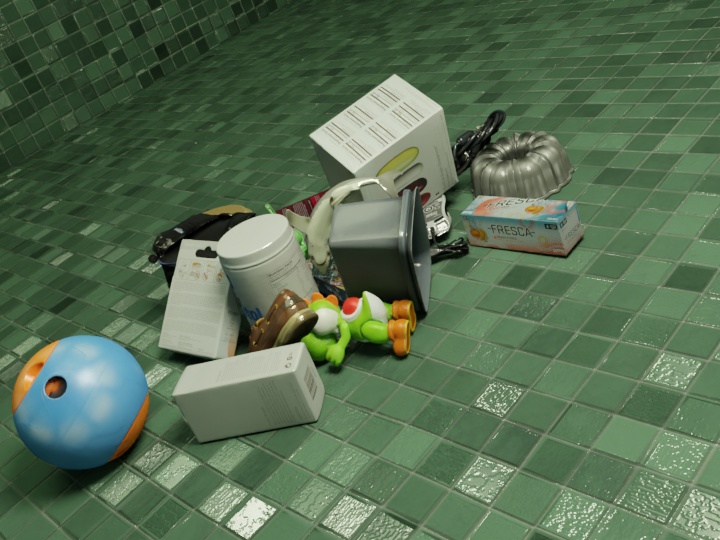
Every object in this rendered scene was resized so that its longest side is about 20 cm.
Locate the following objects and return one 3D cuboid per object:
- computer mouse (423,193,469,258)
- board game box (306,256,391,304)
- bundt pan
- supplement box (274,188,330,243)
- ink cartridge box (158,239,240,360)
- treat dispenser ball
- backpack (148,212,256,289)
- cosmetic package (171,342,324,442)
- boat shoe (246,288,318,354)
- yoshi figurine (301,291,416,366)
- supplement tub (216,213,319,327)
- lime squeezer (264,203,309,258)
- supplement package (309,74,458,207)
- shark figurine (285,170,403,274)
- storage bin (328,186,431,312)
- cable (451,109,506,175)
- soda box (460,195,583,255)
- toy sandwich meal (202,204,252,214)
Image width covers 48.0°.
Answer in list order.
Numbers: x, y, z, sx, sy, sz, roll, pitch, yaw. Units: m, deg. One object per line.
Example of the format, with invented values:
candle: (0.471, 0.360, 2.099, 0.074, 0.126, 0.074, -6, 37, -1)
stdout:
computer mouse: (0.137, -0.079, 1.482, 0.109, 0.044, 0.201, -20, 34, 15)
board game box: (0.000, 0.000, 1.425, 0.135, 0.035, 0.199, -38, 40, -27)
bundt pan: (0.300, -0.202, 1.538, 0.200, 0.076, 0.202, -16, 30, 9)
supplement box: (-0.079, -0.111, 1.658, 0.199, 0.061, 0.109, -22, 30, -1)
ink cartridge box: (-0.272, 0.051, 1.419, 0.161, 0.050, 0.202, 5, 78, 39)
treat dispenser ball: (-0.424, 0.200, 1.234, 0.199, 0.202, 0.201, -16, 30, 10)
backpack: (-0.269, -0.029, 1.561, 0.198, 0.155, 0.191, 4, 39, 21)
cosmetic package: (-0.163, 0.181, 1.194, 0.198, 0.102, 0.074, -11, 30, 16)
boat shoe: (-0.134, 0.103, 1.241, 0.072, 0.068, 0.200, -21, -23, -46)
yoshi figurine: (-0.017, 0.098, 1.267, 0.198, 0.112, 0.113, 2, 75, 13)
supplement tub: (-0.142, 0.024, 1.335, 0.131, 0.201, 0.132, -17, 29, 10)
lime squeezer: (-0.127, -0.061, 1.557, 0.038, 0.071, 0.200, -48, 44, 0)
supplement package: (0.048, -0.203, 1.473, 0.199, 0.192, 0.147, -37, 51, -11)
shark figurine: (-0.037, -0.112, 1.338, 0.215, 0.128, 0.090, -46, 18, 16)
storage bin: (0.033, -0.037, 1.270, 0.133, 0.201, 0.147, 0, 56, 12)
cable: (0.214, -0.248, 1.604, 0.163, 0.051, 0.200, -45, -5, -10)
soda box: (0.268, -0.078, 1.358, 0.199, 0.069, 0.064, 9, 41, 44)
toy sandwich meal: (-0.317, -0.071, 1.755, 0.203, 0.071, 0.206, -15, 26, 8)
